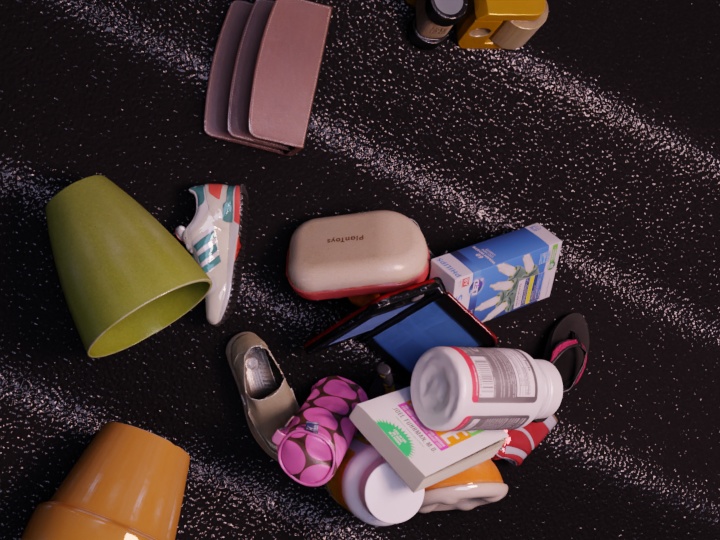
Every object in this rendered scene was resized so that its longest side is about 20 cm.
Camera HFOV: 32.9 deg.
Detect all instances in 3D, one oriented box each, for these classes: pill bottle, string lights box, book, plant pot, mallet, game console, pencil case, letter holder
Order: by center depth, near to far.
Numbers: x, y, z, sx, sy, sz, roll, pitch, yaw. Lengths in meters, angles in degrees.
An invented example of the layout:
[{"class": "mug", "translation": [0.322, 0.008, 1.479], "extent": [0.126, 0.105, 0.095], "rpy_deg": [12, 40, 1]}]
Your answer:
[{"class": "plant pot", "translation": [-0.316, 0.307, 1.599], "extent": [0.200, 0.200, 0.184], "rpy_deg": [25, 68, -13]}, {"class": "plant pot", "translation": [-0.326, -0.019, 1.610], "extent": [0.187, 0.187, 0.200], "rpy_deg": [-30, 80, -13]}, {"class": "book", "translation": [0.091, 0.214, 1.629], "extent": [0.134, 0.200, 0.048], "rpy_deg": [46, 122, 22]}, {"class": "pill bottle", "translation": [0.174, 0.159, 1.630], "extent": [0.199, 0.111, 0.111], "rpy_deg": [5, 88, -37]}, {"class": "pencil case", "translation": [-0.052, 0.211, 1.660], "extent": [0.093, 0.200, 0.091], "rpy_deg": [25, 109, 5]}, {"class": "game console", "translation": [0.052, 0.102, 1.668], "extent": [0.172, 0.200, 0.119], "rpy_deg": [-17, 78, -41]}, {"class": "pill bottle", "translation": [0.020, 0.288, 1.670], "extent": [0.111, 0.200, 0.112], "rpy_deg": [0, 89, -14]}, {"class": "mallet", "translation": [0.030, 0.154, 1.679], "extent": [0.066, 0.200, 0.041], "rpy_deg": [20, 75, 18]}, {"class": "letter holder", "translation": [-0.134, -0.276, 1.689], "extent": [0.142, 0.101, 0.201], "rpy_deg": [13, 86, -12]}, {"class": "string lights box", "translation": [0.188, 0.011, 1.738], "extent": [0.200, 0.059, 0.103], "rpy_deg": [-19, 133, -31]}]

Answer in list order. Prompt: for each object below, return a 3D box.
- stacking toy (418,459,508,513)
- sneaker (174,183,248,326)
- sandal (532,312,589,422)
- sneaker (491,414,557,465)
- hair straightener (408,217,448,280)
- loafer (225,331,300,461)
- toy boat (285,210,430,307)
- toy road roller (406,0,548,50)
[{"class": "stacking toy", "translation": [0.128, 0.242, 1.756], "extent": [0.146, 0.146, 0.201], "rpy_deg": [-3, 71, -14]}, {"class": "sneaker", "translation": [-0.212, -0.025, 1.691], "extent": [0.093, 0.070, 0.201], "rpy_deg": [7, 90, 4]}, {"class": "sandal", "translation": [0.298, 0.142, 1.790], "extent": [0.075, 0.045, 0.200], "rpy_deg": [47, 53, -16]}, {"class": "sneaker", "translation": [0.188, 0.201, 1.780], "extent": [0.200, 0.071, 0.113], "rpy_deg": [42, 77, -13]}, {"class": "hair straightener", "translation": [0.094, -0.007, 1.780], "extent": [0.077, 0.041, 0.200], "rpy_deg": [-42, 95, -11]}, {"class": "loafer", "translation": [-0.130, 0.182, 1.700], "extent": [0.076, 0.068, 0.200], "rpy_deg": [-28, 96, -13]}, {"class": "toy boat", "translation": [0.000, 0.000, 1.716], "extent": [0.199, 0.131, 0.131], "rpy_deg": [-6, 48, 9]}, {"class": "toy road roller", "translation": [0.162, -0.405, 1.757], "extent": [0.199, 0.123, 0.147], "rpy_deg": [1, 78, -14]}]
